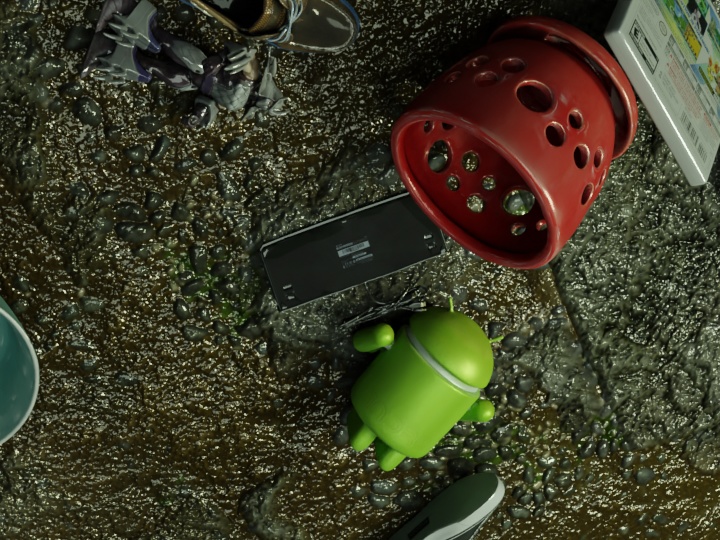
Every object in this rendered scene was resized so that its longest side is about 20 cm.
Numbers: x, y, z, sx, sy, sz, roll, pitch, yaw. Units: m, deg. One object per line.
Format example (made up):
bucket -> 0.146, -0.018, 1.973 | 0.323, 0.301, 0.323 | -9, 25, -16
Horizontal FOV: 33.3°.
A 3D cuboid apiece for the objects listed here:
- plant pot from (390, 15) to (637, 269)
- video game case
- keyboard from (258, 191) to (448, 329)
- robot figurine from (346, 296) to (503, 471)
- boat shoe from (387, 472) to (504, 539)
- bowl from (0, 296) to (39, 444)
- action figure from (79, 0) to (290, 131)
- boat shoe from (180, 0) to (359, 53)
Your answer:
plant pot -> 0.155, -0.134, 1.169 | 0.183, 0.199, 0.201 | -50, 122, -22
video game case -> 0.320, -0.219, 1.211 | 0.022, 0.183, 0.200 | -9, 131, 42
keyboard -> 0.000, 0.000, 1.304 | 0.198, 0.021, 0.129 | -19, 94, -1
robot figurine -> 0.068, 0.126, 1.348 | 0.175, 0.116, 0.201 | 36, 105, -14
boat shoe -> 0.109, 0.329, 1.487 | 0.199, 0.074, 0.068 | -43, 114, 11
bowl -> -0.424, 0.082, 1.216 | 0.198, 0.105, 0.203 | -6, 118, -11
action figure -> -0.159, -0.188, 1.147 | 0.198, 0.070, 0.130 | 21, 142, -12
boat shoe -> -0.090, -0.245, 1.142 | 0.197, 0.073, 0.073 | 13, 114, -19
